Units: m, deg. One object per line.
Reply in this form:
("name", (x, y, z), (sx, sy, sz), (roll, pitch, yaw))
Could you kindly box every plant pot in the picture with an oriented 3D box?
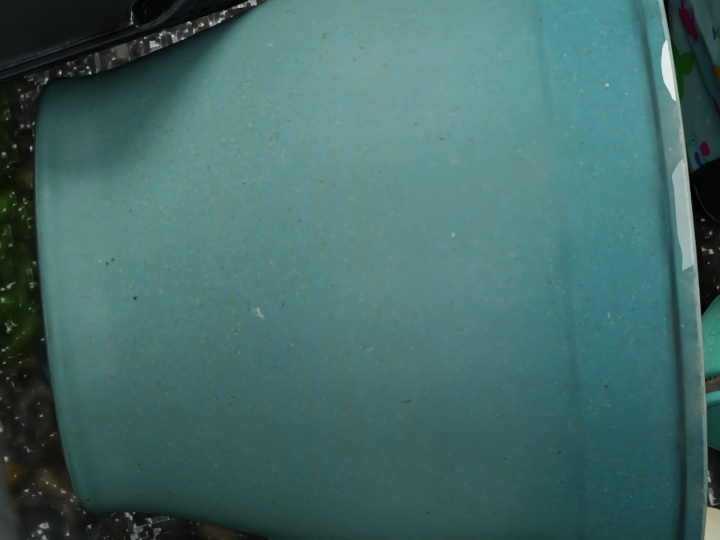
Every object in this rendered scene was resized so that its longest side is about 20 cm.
("plant pot", (0.000, 0.000, 0.906), (0.187, 0.200, 0.201), (-6, 84, 1))

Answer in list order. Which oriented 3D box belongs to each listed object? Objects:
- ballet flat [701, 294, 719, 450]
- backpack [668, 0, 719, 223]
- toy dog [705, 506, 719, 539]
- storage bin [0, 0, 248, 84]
("ballet flat", (0.202, 0.054, 1.007), (0.200, 0.067, 0.071), (24, 58, -12))
("backpack", (0.191, -0.118, 0.987), (0.177, 0.151, 0.201), (-4, 79, -13))
("toy dog", (0.140, 0.170, 0.957), (0.131, 0.096, 0.201), (-10, 85, -14))
("storage bin", (-0.137, -0.117, 0.876), (0.199, 0.094, 0.136), (-16, 95, 19))
